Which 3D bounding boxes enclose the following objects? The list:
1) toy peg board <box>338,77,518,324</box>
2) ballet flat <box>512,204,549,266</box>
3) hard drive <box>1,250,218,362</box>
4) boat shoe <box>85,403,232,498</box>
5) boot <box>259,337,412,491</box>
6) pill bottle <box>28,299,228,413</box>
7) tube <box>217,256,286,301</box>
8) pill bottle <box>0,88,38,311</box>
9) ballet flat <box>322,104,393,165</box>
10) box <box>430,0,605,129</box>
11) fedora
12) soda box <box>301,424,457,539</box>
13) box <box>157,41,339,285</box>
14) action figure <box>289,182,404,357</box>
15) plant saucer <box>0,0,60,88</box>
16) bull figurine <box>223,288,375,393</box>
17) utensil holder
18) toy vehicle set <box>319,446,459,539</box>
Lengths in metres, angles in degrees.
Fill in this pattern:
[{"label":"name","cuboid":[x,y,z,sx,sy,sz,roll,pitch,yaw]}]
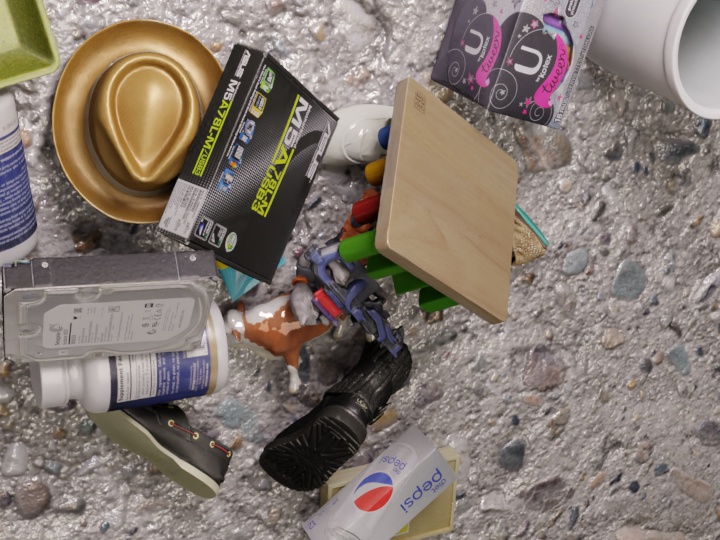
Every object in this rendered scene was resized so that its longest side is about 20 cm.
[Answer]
[{"label":"toy peg board","cuboid":[0.070,-0.063,1.210,0.199,0.097,0.202,31,56,-39]},{"label":"ballet flat","cuboid":[0.162,-0.073,1.370,0.065,0.071,0.200,-36,122,10]},{"label":"hard drive","cuboid":[-0.244,0.037,1.081,0.197,0.038,0.140,-2,147,-20]},{"label":"boat shoe","cuboid":[-0.232,0.186,1.288,0.201,0.073,0.064,40,56,-26]},{"label":"boot","cuboid":[-0.027,0.176,1.375,0.079,0.210,0.158,44,46,-10]},{"label":"pill bottle","cuboid":[-0.250,0.091,1.201,0.197,0.111,0.113,-7,116,-24]},{"label":"tube","cuboid":[-0.152,-0.060,1.224,0.077,0.050,0.201,-33,127,-7]},{"label":"pill bottle","cuboid":[-0.369,-0.066,1.064,0.109,0.111,0.203,-14,118,-21]},{"label":"ballet flat","cuboid":[0.037,-0.151,1.266,0.197,0.069,0.071,-7,116,-24]},{"label":"box","cuboid":[0.180,-0.279,1.239,0.113,0.132,0.203,8,109,-31]},{"label":"fedora","cuboid":[-0.209,-0.147,1.093,0.197,0.082,0.204,-1,94,-13]},{"label":"soda box","cuboid":[0.025,0.297,1.437,0.199,0.063,0.069,-40,124,-6]},{"label":"box","cuboid":[-0.109,-0.102,1.144,0.203,0.047,0.193,-67,154,-5]},{"label":"action figure","cuboid":[0.000,0.000,1.270,0.193,0.104,0.201,-41,131,-13]},{"label":"plant saucer","cuboid":[-0.390,-0.249,0.987,0.197,0.048,0.203,-20,107,-17]},{"label":"bull figurine","cuboid":[-0.071,0.063,1.311,0.198,0.065,0.123,-29,126,-12]},{"label":"utensil holder","cuboid":[0.363,-0.285,1.292,0.167,0.200,0.173,-12,118,-23]},{"label":"toy vehicle set","cuboid":[0.039,0.315,1.509,0.197,0.026,0.126,-8,116,-24]}]
